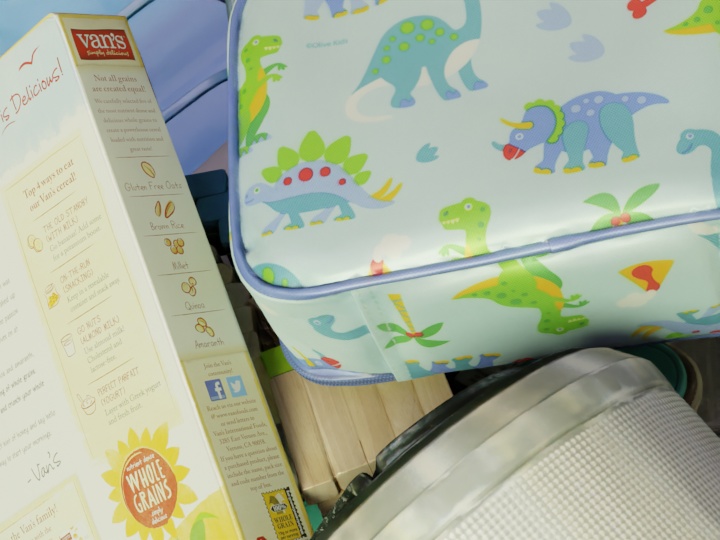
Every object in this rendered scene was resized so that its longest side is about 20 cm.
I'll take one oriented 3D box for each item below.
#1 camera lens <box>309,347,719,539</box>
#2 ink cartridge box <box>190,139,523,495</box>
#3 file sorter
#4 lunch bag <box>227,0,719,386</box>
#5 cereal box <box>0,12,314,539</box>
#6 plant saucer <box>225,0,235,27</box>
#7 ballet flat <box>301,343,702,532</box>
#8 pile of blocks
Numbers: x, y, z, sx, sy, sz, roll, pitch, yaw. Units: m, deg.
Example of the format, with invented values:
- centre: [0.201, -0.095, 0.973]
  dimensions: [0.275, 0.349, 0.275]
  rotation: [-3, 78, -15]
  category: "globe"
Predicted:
- centre: [0.078, 0.136, 0.522]
  dimensions: [0.160, 0.160, 0.200]
  rotation: [-43, 70, 5]
  category: "camera lens"
- centre: [0.000, 0.000, 0.719]
  dimensions: [0.200, 0.083, 0.147]
  rotation: [-43, 52, 4]
  category: "ink cartridge box"
- centre: [-0.132, -0.121, 0.791]
  dimensions: [0.139, 0.123, 0.200]
  rotation: [-36, 80, 13]
  category: "file sorter"
- centre: [0.058, -0.052, 0.578]
  dimensions: [0.199, 0.083, 0.161]
  rotation: [-11, 57, 11]
  category: "lunch bag"
- centre: [-0.103, 0.031, 0.612]
  dimensions: [0.144, 0.039, 0.201]
  rotation: [-30, 74, 39]
  category: "cereal box"
- centre: [-0.024, -0.101, 0.694]
  dimensions: [0.070, 0.019, 0.201]
  rotation: [-19, 70, 28]
  category: "plant saucer"
- centre: [0.038, 0.088, 0.659]
  dimensions: [0.200, 0.070, 0.070]
  rotation: [-24, 53, 2]
  category: "ballet flat"
- centre: [-0.034, 0.020, 0.644]
  dimensions: [0.082, 0.062, 0.200]
  rotation: [-41, 57, -15]
  category: "pile of blocks"
